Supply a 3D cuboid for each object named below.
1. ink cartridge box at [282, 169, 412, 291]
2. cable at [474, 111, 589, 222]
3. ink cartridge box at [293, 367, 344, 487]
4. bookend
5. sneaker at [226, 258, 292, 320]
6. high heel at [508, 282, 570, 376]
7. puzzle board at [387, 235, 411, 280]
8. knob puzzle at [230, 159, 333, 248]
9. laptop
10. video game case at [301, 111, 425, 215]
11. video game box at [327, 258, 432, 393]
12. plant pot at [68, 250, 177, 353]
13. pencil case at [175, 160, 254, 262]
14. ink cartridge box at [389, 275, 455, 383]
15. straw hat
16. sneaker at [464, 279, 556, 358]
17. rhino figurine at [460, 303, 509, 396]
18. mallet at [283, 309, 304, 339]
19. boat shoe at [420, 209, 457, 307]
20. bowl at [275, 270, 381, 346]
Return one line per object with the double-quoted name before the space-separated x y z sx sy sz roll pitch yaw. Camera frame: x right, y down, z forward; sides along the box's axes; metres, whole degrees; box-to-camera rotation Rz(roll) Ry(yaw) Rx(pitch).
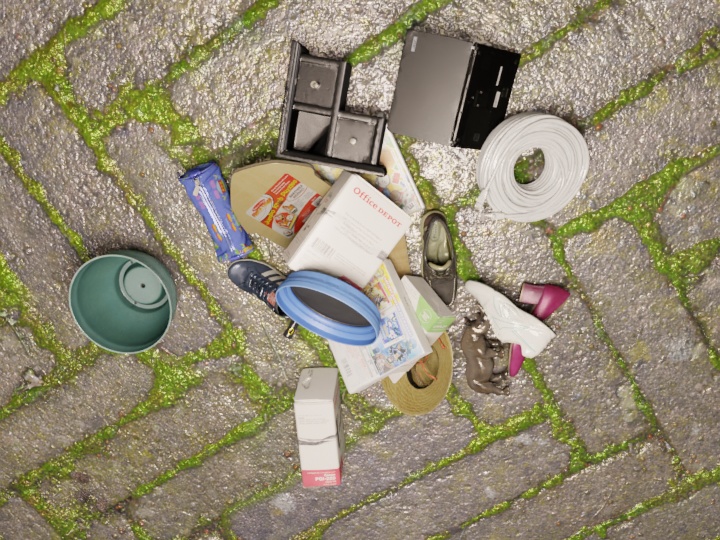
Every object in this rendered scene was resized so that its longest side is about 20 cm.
"ink cartridge box" -0.024 -0.059 1.150 0.146 0.083 0.201 36 93 -21
"cable" 0.311 -0.186 1.152 0.198 0.069 0.201 7 112 -13
"ink cartridge box" -0.083 0.323 1.319 0.084 0.146 0.202 -4 109 4
"bookend" -0.034 -0.283 1.124 0.198 0.092 0.200 12 102 4
"sneaker" -0.179 0.042 1.263 0.199 0.085 0.075 25 108 -5
"high heel" 0.353 0.126 1.264 0.095 0.067 0.202 11 106 11
"puzzle board" 0.000 0.000 1.264 0.198 0.017 0.152 -8 118 7
"knob puzzle" -0.155 -0.139 1.184 0.218 0.031 0.221 -4 137 -3
"laptop" 0.168 -0.318 1.131 0.199 0.103 0.179 -5 115 -39
"video game case" 0.003 -0.173 1.213 0.181 0.023 0.201 -24 106 11
"video game box" 0.018 0.106 1.211 0.182 0.047 0.201 -33 70 27
"plant pot" -0.452 0.046 1.256 0.198 0.134 0.202 1 108 3
"pencil case" -0.276 -0.111 1.218 0.078 0.087 0.201 -21 107 6
"ink cartridge box" 0.077 0.121 1.246 0.200 0.067 0.117 -53 59 24
"straw hat" 0.139 0.194 1.289 0.085 0.201 0.202 11 116 -45
"sneaker" 0.275 0.091 1.223 0.200 0.070 0.081 39 101 24
"rhino figurine" 0.250 0.163 1.290 0.087 0.060 0.202 -7 105 15
"mallet" -0.100 0.037 1.219 0.066 0.041 0.200 37 91 -17
"boat shoe" 0.152 -0.015 1.233 0.071 0.066 0.202 -7 108 5
"bowl" -0.055 0.069 1.130 0.199 0.040 0.201 20 153 11
